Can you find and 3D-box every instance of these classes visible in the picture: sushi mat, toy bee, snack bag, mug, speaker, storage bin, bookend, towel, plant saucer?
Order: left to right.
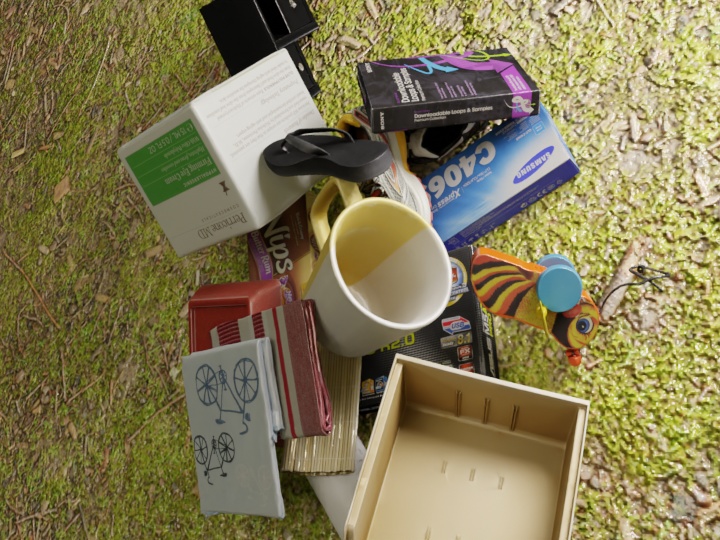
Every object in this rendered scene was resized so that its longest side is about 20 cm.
[{"bbox_3d":[-0.169,0.118,1.003,0.197,0.036,0.206,-5,87,49],"label":"plant saucer"},{"bbox_3d":[-0.148,0.189,0.913,0.186,0.021,0.206,-16,80,47],"label":"snack bag"},{"bbox_3d":[-0.108,0.121,0.895,0.198,0.022,0.148,-17,79,46],"label":"towel"},{"bbox_3d":[-0.116,-0.335,1.169,0.090,0.199,0.204,-16,109,29],"label":"bookend"},{"bbox_3d":[-0.044,0.142,0.926,0.093,0.012,0.205,-6,60,18],"label":"sushi mat"},{"bbox_3d":[-0.028,0.231,0.926,0.081,0.081,0.201,-46,55,12],"label":"speaker"},{"bbox_3d":[0.007,0.007,0.883,0.153,0.146,0.191,133,150,-53],"label":"mug"},{"bbox_3d":[0.102,0.212,0.750,0.195,0.095,0.202,12,56,13],"label":"storage bin"},{"bbox_3d":[0.206,0.043,0.810,0.196,0.130,0.112,13,105,27],"label":"toy bee"}]

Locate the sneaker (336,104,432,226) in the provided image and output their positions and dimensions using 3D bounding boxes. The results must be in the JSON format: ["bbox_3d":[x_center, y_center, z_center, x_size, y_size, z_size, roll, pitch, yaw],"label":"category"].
[{"bbox_3d":[0.023,-0.102,0.942,0.077,0.081,0.205,-29,79,51],"label":"sneaker"}]

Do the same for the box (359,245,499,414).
[{"bbox_3d":[0.065,0.075,0.938,0.196,0.044,0.165,-16,65,31],"label":"box"}]

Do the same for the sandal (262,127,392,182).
[{"bbox_3d":[-0.040,-0.142,0.889,0.197,0.044,0.076,11,43,45],"label":"sandal"}]

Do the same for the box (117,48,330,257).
[{"bbox_3d":[-0.173,-0.153,1.042,0.196,0.174,0.200,-14,22,44],"label":"box"}]

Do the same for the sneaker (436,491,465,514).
[{"bbox_3d":[0.102,0.242,0.830,0.078,0.079,0.200,-49,52,10],"label":"sneaker"}]

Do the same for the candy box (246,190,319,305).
[{"bbox_3d":[-0.096,0.003,1.072,0.115,0.056,0.205,-21,64,31],"label":"candy box"}]

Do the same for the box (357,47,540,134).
[{"bbox_3d":[0.098,-0.218,0.924,0.194,0.037,0.144,-8,36,-3],"label":"box"}]

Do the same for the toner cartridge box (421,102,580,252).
[{"bbox_3d":[0.155,-0.107,0.938,0.198,0.043,0.097,-34,58,22],"label":"toner cartridge box"}]

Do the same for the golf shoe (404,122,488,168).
[{"bbox_3d":[0.065,-0.168,0.983,0.197,0.095,0.079,-25,103,29],"label":"golf shoe"}]
